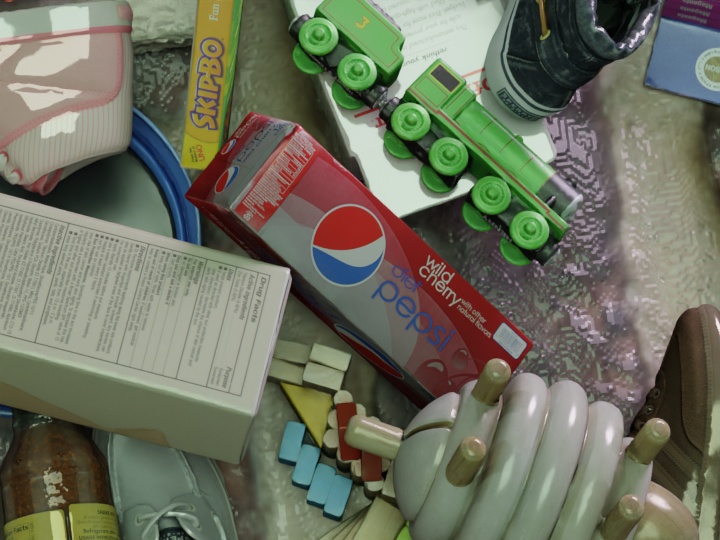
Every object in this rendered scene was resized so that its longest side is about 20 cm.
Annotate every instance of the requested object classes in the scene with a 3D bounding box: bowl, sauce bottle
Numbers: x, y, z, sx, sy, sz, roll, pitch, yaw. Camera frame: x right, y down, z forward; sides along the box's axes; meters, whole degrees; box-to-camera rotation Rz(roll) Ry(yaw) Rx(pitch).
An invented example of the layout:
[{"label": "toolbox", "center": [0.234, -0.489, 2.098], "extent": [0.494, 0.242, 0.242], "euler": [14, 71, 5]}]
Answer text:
[{"label": "bowl", "center": [-0.190, -0.013, 1.626], "extent": [0.200, 0.039, 0.201], "euler": [0, 79, -1]}, {"label": "sauce bottle", "center": [-0.163, 0.141, 1.547], "extent": [0.066, 0.066, 0.201], "euler": [-7, 74, -2]}]

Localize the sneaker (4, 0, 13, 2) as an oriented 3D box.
[{"label": "sneaker", "center": [-0.222, -0.190, 1.578], "extent": [0.200, 0.078, 0.082], "euler": [-15, 109, -28]}]

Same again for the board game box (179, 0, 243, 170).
[{"label": "board game box", "center": [-0.079, -0.143, 1.597], "extent": [0.030, 0.096, 0.201], "euler": [4, 98, 0]}]

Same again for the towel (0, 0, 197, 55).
[{"label": "towel", "center": [-0.182, -0.183, 1.664], "extent": [0.199, 0.034, 0.133], "euler": [-8, 80, -4]}]

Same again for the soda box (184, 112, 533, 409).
[{"label": "soda box", "center": [0.000, 0.000, 1.568], "extent": [0.200, 0.070, 0.063], "euler": [43, 79, -24]}]

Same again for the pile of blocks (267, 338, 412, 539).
[{"label": "pile of blocks", "center": [0.001, 0.123, 1.591], "extent": [0.082, 0.062, 0.200], "euler": [-36, 81, -8]}]

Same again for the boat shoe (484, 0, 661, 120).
[{"label": "boat shoe", "center": [0.135, -0.177, 1.607], "extent": [0.071, 0.091, 0.201], "euler": [34, 50, -24]}]

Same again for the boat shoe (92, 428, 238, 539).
[{"label": "boat shoe", "center": [-0.102, 0.161, 1.578], "extent": [0.072, 0.069, 0.201], "euler": [-14, 79, -4]}]

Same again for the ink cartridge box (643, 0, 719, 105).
[{"label": "ink cartridge box", "center": [0.285, -0.184, 1.668], "extent": [0.196, 0.043, 0.201], "euler": [14, 77, 1]}]

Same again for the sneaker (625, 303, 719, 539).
[{"label": "sneaker", "center": [0.167, 0.115, 1.592], "extent": [0.075, 0.070, 0.201], "euler": [4, 77, 5]}]

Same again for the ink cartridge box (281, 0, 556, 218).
[{"label": "ink cartridge box", "center": [0.026, -0.129, 1.639], "extent": [0.116, 0.067, 0.200], "euler": [-20, 80, -5]}]

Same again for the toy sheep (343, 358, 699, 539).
[{"label": "toy sheep", "center": [0.088, 0.115, 1.520], "extent": [0.200, 0.138, 0.138], "euler": [24, 79, 0]}]

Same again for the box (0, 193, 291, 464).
[{"label": "box", "center": [-0.146, 0.028, 1.520], "extent": [0.199, 0.078, 0.095], "euler": [16, 63, -2]}]

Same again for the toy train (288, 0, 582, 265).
[{"label": "toy train", "center": [0.044, -0.082, 1.577], "extent": [0.200, 0.042, 0.056], "euler": [42, 71, 7]}]

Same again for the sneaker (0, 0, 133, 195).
[{"label": "sneaker", "center": [-0.220, -0.090, 1.582], "extent": [0.200, 0.075, 0.105], "euler": [-6, 95, 8]}]
